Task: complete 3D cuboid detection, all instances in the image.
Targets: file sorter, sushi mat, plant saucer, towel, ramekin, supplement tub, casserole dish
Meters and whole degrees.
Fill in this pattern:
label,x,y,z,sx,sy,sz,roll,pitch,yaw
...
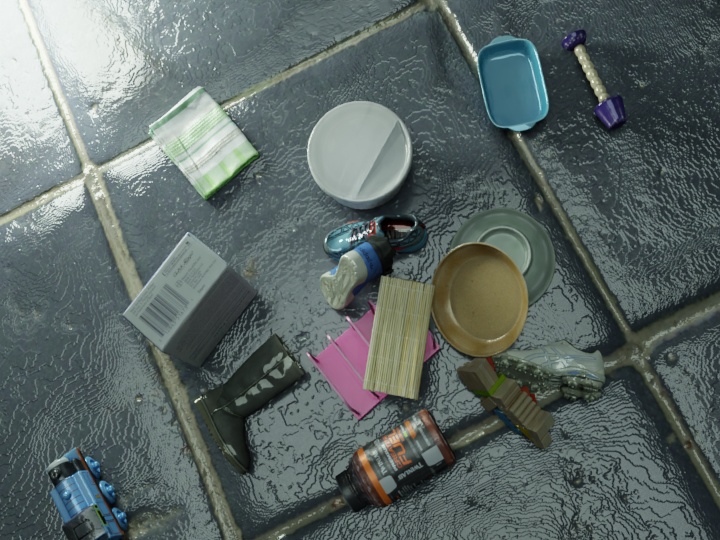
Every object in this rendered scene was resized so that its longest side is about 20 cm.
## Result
label,x,y,z,sx,sy,sz,roll,pitch,yaw
file sorter,0.022,0.141,1.402,0.199,0.126,0.139,-40,74,-4
sushi mat,0.066,0.110,1.333,0.094,0.012,0.203,8,74,6
plant saucer,0.260,-0.024,1.454,0.197,0.050,0.203,-2,76,6
towel,-0.317,-0.260,1.594,0.149,0.031,0.200,-41,75,-3
ramekin,0.003,-0.210,1.509,0.199,0.094,0.206,-2,75,7
supplement tub,0.057,0.332,1.360,0.198,0.107,0.108,-32,74,-2
plant saucer,0.215,0.051,1.409,0.198,0.035,0.204,3,95,37
casserole dish,0.294,-0.357,1.539,0.119,0.039,0.203,-10,76,4

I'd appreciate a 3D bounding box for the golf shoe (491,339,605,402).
label,x,y,z,sx,sy,sz,roll,pitch,yaw
golf shoe,0.332,0.162,1.400,0.197,0.079,0.098,14,53,11

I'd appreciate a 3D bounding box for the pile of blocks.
label,x,y,z,sx,sy,sz,roll,pitch,yaw
pile of blocks,0.261,0.222,1.387,0.200,0.082,0.062,45,66,6

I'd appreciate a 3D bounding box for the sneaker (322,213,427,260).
label,x,y,z,sx,sy,sz,roll,pitch,yaw
sneaker,0.023,-0.073,1.471,0.197,0.096,0.081,-11,72,4

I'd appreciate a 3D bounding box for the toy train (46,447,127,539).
label,x,y,z,sx,sy,sz,roll,pitch,yaw
toy train,-0.487,0.410,1.403,0.086,0.114,0.201,-33,75,-3

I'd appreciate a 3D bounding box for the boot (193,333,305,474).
label,x,y,z,sx,sy,sz,roll,pitch,yaw
boot,-0.184,0.241,1.440,0.199,0.073,0.183,-32,76,-9

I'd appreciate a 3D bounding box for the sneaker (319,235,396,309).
label,x,y,z,sx,sy,sz,roll,pitch,yaw
sneaker,0.001,0.001,1.425,0.110,0.200,0.077,-28,78,-26

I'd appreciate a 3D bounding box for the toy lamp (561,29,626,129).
label,x,y,z,sx,sy,sz,roll,pitch,yaw
toy lamp,0.448,-0.362,1.512,0.057,0.058,0.202,-22,75,1

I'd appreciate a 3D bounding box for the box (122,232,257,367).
label,x,y,z,sx,sy,sz,roll,pitch,yaw
box,-0.299,0.058,1.424,0.104,0.200,0.185,36,82,15
